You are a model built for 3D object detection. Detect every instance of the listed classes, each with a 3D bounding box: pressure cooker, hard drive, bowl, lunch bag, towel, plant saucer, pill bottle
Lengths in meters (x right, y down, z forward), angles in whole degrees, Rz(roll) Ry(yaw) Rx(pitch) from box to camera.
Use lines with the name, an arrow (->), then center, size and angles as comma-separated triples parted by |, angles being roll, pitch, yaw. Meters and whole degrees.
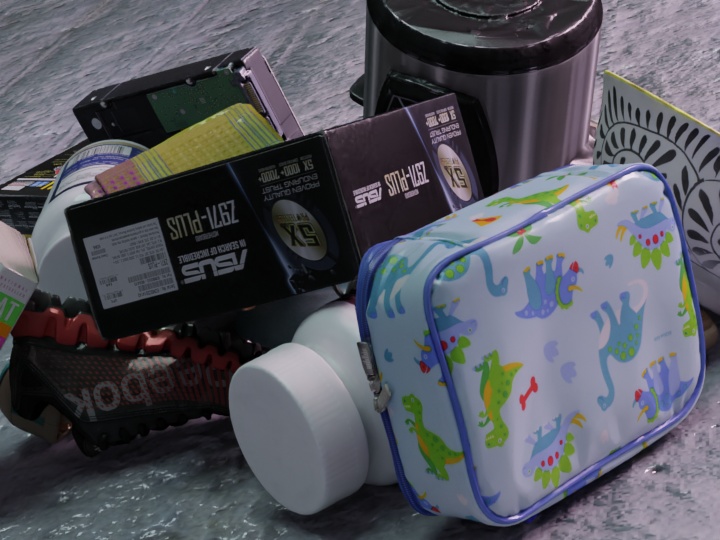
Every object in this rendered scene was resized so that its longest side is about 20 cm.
pressure cooker -> 0.089, -0.129, 1.444 | 0.177, 0.201, 0.177 | -8, 44, -11
hard drive -> -0.131, -0.099, 1.613 | 0.199, 0.141, 0.038 | -9, 27, 42
bowl -> 0.214, -0.034, 1.227 | 0.095, 0.200, 0.201 | -59, 20, 6
lunch bag -> 0.095, 0.040, 1.064 | 0.199, 0.162, 0.082 | -26, 17, -36
towel -> -0.104, -0.046, 1.410 | 0.143, 0.023, 0.200 | -27, 41, -13
plant saucer -> 0.000, 0.000, 1.437 | 0.198, 0.036, 0.200 | -14, 19, 5
pill bottle -> 0.028, 0.056, 1.138 | 0.199, 0.111, 0.109 | -26, 22, -31
pill bottle -> -0.198, -0.023, 1.534 | 0.110, 0.112, 0.200 | -13, 19, 4

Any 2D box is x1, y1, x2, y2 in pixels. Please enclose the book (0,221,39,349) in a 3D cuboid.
book -> -0.270, 0.070, 1.240 | 0.201, 0.048, 0.134 | -59, 21, 6

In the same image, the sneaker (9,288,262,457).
sneaker -> -0.136, 0.077, 1.268 | 0.198, 0.099, 0.071 | 11, -4, 3

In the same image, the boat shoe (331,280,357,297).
boat shoe -> 0.014, 0.030, 1.281 | 0.067, 0.074, 0.200 | 8, 34, 25

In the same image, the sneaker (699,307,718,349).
sneaker -> 0.131, 0.015, 1.231 | 0.070, 0.076, 0.199 | -29, 23, -38

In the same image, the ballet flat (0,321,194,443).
ballet flat -> -0.162, 0.058, 1.366 | 0.069, 0.070, 0.200 | 4, 29, 43

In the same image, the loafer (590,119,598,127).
loafer -> 0.155, -0.099, 1.572 | 0.062, 0.073, 0.200 | -4, 17, -31

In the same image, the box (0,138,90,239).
box -> -0.224, -0.079, 1.811 | 0.199, 0.050, 0.159 | 2, 28, 40

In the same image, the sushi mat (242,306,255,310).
sushi mat -> -0.075, -0.011, 1.451 | 0.095, 0.012, 0.200 | -31, 16, -13

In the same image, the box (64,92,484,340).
box -> -0.049, -0.033, 1.200 | 0.198, 0.087, 0.163 | -14, 5, 31
